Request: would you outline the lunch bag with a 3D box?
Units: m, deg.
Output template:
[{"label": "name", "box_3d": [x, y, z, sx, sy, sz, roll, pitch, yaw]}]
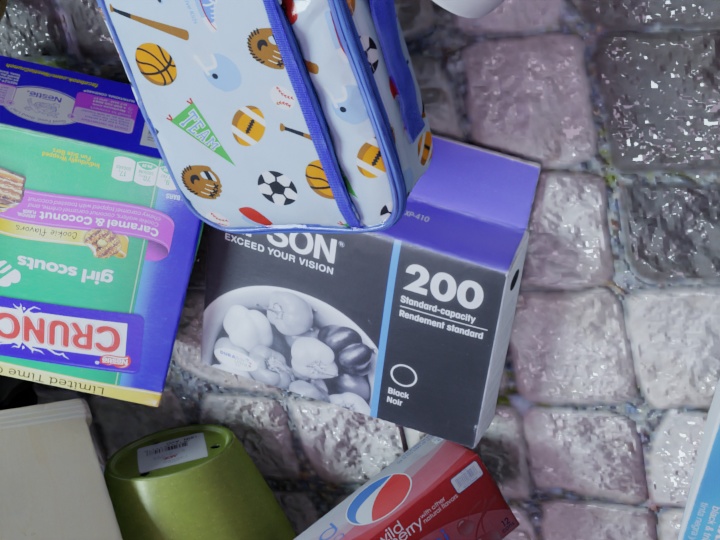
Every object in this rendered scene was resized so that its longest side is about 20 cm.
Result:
[{"label": "lunch bag", "box_3d": [-0.047, -0.113, 0.842, 0.159, 0.076, 0.201, 3, 130, 30]}]

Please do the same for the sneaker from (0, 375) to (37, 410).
[{"label": "sneaker", "box_3d": [-0.303, 0.054, 1.131, 0.114, 0.076, 0.200, -23, 114, 31]}]

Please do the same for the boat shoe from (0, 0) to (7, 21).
[{"label": "boat shoe", "box_3d": [-0.311, -0.186, 0.977, 0.199, 0.072, 0.066, 25, 142, 1]}]

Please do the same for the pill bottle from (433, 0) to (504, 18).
[{"label": "pill bottle", "box_3d": [0.101, -0.212, 0.752, 0.111, 0.111, 0.200, 44, 128, -10]}]

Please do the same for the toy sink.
[{"label": "toy sink", "box_3d": [-0.235, 0.163, 1.066, 0.131, 0.111, 0.201, -57, 48, 48]}]

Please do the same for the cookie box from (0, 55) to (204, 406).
[{"label": "cookie box", "box_3d": [-0.188, -0.022, 1.001, 0.169, 0.076, 0.201, 11, 129, -7]}]

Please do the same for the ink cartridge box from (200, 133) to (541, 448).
[{"label": "ink cartridge box", "box_3d": [0.000, 0.000, 0.985, 0.196, 0.043, 0.202, 16, 126, 13]}]

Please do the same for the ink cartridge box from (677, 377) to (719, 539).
[{"label": "ink cartridge box", "box_3d": [0.292, 0.095, 0.859, 0.198, 0.147, 0.147, 17, 127, 12]}]

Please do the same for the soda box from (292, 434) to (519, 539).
[{"label": "soda box", "box_3d": [0.001, 0.192, 1.022, 0.064, 0.199, 0.070, 58, 166, -20]}]

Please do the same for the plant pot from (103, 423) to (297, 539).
[{"label": "plant pot", "box_3d": [-0.113, 0.219, 1.112, 0.185, 0.187, 0.202, -5, 107, 25]}]
